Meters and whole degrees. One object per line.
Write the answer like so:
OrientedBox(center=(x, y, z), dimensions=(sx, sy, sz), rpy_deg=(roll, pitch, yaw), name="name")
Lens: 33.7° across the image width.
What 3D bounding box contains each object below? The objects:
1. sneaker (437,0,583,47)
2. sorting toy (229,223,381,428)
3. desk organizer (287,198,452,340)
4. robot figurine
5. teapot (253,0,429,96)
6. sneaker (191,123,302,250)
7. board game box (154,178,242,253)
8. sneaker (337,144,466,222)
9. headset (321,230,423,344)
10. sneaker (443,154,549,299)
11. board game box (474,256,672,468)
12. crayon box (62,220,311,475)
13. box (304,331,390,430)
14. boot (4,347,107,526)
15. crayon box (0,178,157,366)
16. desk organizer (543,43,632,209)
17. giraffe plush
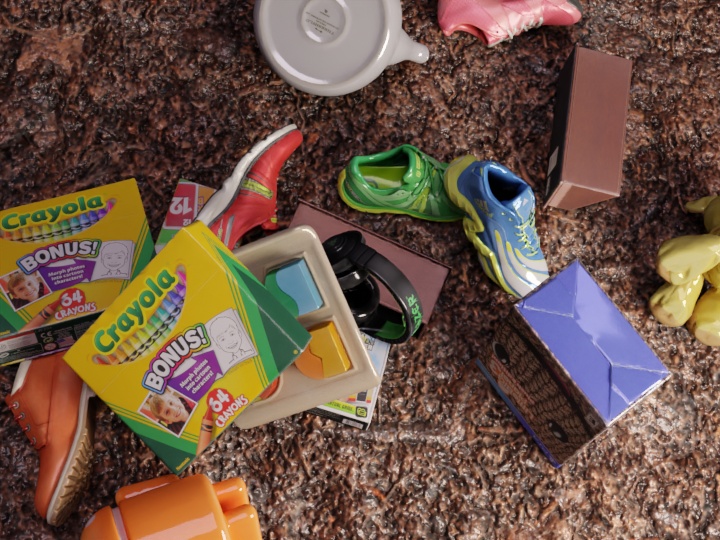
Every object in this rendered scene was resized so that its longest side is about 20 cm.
OrientedBox(center=(0.193, -0.332, 1.571), dimensions=(0.197, 0.074, 0.088), rpy_deg=(8, 81, -1), name="sneaker")
OrientedBox(center=(-0.095, 0.068, 1.276), dimensions=(0.183, 0.037, 0.202), rpy_deg=(-20, 107, 20), name="sorting toy")
OrientedBox(center=(0.000, 0.000, 1.401), dimensions=(0.198, 0.072, 0.078), rpy_deg=(24, 70, 2), name="desk organizer")
OrientedBox(center=(-0.203, 0.285, 1.233), dimensions=(0.197, 0.117, 0.146), rpy_deg=(-17, 81, -14), name="robot figurine")
OrientedBox(center=(-0.040, -0.316, 1.485), dimensions=(0.195, 0.146, 0.202), rpy_deg=(-21, 101, 11), name="teapot")
OrientedBox(center=(-0.123, -0.082, 1.399), dimensions=(0.085, 0.077, 0.201), rpy_deg=(37, 73, -4), name="sneaker")
OrientedBox(center=(-0.200, -0.004, 1.399), dimensions=(0.094, 0.030, 0.202), rpy_deg=(17, 69, -1), name="board game box")
OrientedBox(center=(0.072, -0.106, 1.445), dimensions=(0.197, 0.084, 0.075), rpy_deg=(-1, 68, -9), name="sneaker")
OrientedBox(center=(-0.025, 0.019, 1.301), dimensions=(0.199, 0.124, 0.094), rpy_deg=(28, 58, 30), name="headset")
OrientedBox(center=(0.174, -0.047, 1.397), dimensions=(0.076, 0.105, 0.201), rpy_deg=(-42, 103, -18), name="sneaker")
OrientedBox(center=(0.228, 0.107, 1.319), dimensions=(0.096, 0.200, 0.160), rpy_deg=(-33, 75, -18), name="board game box")
OrientedBox(center=(-0.180, 0.080, 1.236), dimensions=(0.173, 0.058, 0.200), rpy_deg=(45, 106, -3), name="crayon box")
OrientedBox(center=(-0.072, 0.101, 1.369), dimensions=(0.197, 0.035, 0.111), rpy_deg=(16, 67, -1), name="box")
OrientedBox(center=(-0.338, 0.175, 1.288), dimensions=(0.105, 0.075, 0.202), rpy_deg=(7, 59, -2), name="boot")
OrientedBox(center=(-0.328, -0.001, 1.338), dimensions=(0.197, 0.059, 0.174), rpy_deg=(-15, 56, -12), name="crayon box")
OrientedBox(center=(0.287, -0.175, 1.502), dimensions=(0.076, 0.072, 0.203), rpy_deg=(13, 67, -4), name="desk organizer")
OrientedBox(center=(0.448, -0.030, 1.442), dimensions=(0.171, 0.202, 0.163), rpy_deg=(23, 38, 5), name="giraffe plush")
